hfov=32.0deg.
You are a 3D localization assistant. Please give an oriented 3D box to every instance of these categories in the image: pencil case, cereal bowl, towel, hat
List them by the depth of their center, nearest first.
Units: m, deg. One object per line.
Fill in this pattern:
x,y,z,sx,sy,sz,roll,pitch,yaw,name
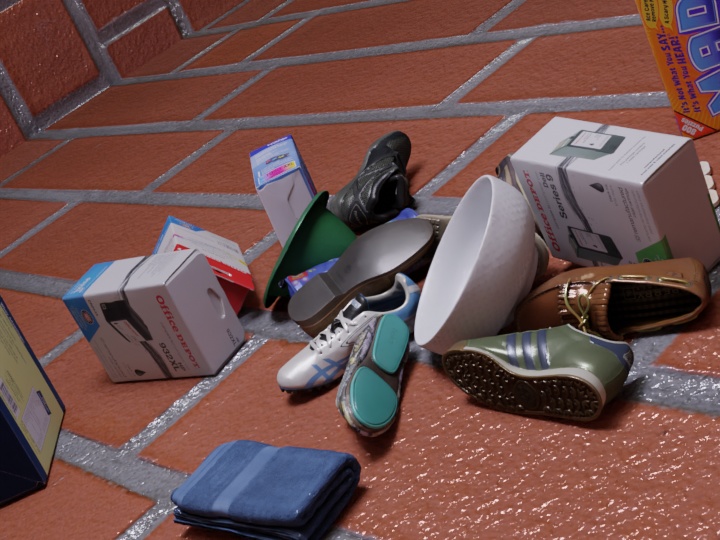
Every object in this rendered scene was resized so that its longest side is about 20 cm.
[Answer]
-0.095,0.220,1.251,0.198,0.049,0.112,-3,33,45,towel
0.134,0.004,1.348,0.200,0.082,0.202,-157,90,-82,cereal bowl
0.000,0.000,1.576,0.198,0.079,0.087,-30,5,-7,pencil case
-0.009,0.002,1.647,0.202,0.175,0.166,-64,-6,25,hat

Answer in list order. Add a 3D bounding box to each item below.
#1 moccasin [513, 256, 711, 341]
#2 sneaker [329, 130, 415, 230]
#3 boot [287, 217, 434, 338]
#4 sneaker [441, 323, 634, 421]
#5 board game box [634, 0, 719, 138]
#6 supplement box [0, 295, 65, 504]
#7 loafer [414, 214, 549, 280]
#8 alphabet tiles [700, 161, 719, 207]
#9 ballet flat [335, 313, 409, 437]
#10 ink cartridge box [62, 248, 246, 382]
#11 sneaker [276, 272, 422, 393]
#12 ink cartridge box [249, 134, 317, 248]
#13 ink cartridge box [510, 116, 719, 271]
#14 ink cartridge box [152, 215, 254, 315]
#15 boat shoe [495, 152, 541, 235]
0.248,0.039,1.250,0.199,0.075,0.078,-5,21,23,moccasin
0.046,-0.133,1.815,0.113,0.077,0.200,-4,34,38,sneaker
0.011,0.012,1.504,0.199,0.076,0.074,-36,42,5,boot
0.178,0.090,1.221,0.090,0.068,0.199,-36,27,-33,sneaker
0.468,-0.322,1.599,0.198,0.201,0.201,-19,24,17,board game box
-0.486,0.166,1.580,0.133,0.202,0.200,-23,22,3,supplement box
0.147,-0.034,1.479,0.199,0.077,0.068,17,21,42,loafer
0.320,-0.076,1.477,0.193,0.015,0.201,-19,25,18,alphabet tiles
0.008,0.124,1.340,0.071,0.073,0.201,-16,25,22,ballet flat
-0.270,0.062,1.642,0.198,0.146,0.084,-7,29,37,ink cartridge box
-0.015,0.072,1.448,0.199,0.073,0.072,-32,25,-9,sneaker
-0.102,-0.110,1.837,0.076,0.138,0.200,-24,23,0,ink cartridge box
0.271,-0.072,1.331,0.084,0.147,0.199,-40,31,-21,ink cartridge box
-0.219,0.001,1.739,0.068,0.115,0.200,-63,20,12,ink cartridge box
0.187,-0.091,1.574,0.073,0.075,0.200,-27,18,7,boat shoe
